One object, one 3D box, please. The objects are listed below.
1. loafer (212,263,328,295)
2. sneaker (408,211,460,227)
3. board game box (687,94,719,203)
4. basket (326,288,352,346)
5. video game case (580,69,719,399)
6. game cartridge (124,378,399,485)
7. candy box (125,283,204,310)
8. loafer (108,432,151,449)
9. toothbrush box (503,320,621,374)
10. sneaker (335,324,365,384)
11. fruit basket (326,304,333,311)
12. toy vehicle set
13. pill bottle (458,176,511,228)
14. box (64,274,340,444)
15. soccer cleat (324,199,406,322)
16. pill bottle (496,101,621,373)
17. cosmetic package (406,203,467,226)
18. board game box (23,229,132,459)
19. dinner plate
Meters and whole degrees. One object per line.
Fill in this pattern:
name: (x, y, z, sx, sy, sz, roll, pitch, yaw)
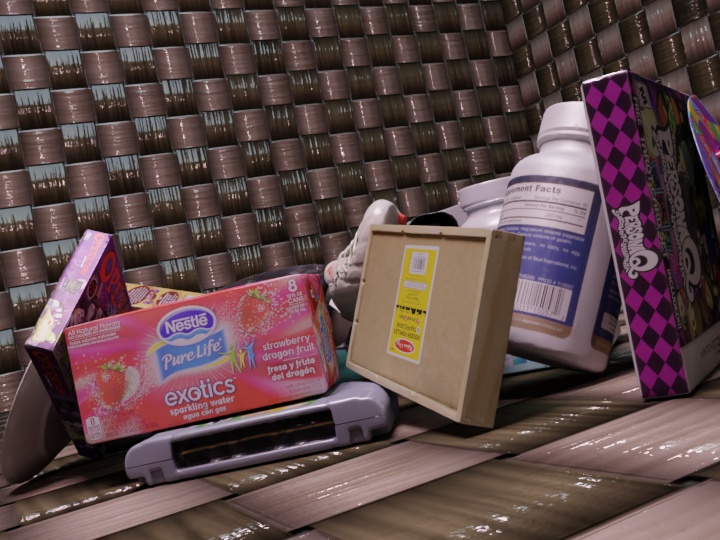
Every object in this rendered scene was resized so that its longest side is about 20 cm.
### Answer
loafer: (-0.119, 0.037, 0.993, 0.198, 0.073, 0.072, -7, 30, 33)
sneaker: (0.072, -0.013, 0.743, 0.074, 0.086, 0.200, -15, 5, 0)
board game box: (0.314, -0.054, 0.601, 0.039, 0.160, 0.199, -28, -46, 34)
basket: (0.014, 0.072, 1.012, 0.198, 0.138, 0.179, -9, -7, 40)
video game case: (0.216, -0.029, 0.559, 0.035, 0.203, 0.180, -11, -2, 34)
game cartridge: (-0.070, 0.123, 0.633, 0.197, 0.041, 0.133, -13, -6, 6)
candy box: (-0.250, 0.083, 0.979, 0.197, 0.118, 0.057, 7, 28, 8)
loafer: (-0.258, 0.162, 0.940, 0.071, 0.064, 0.200, -14, -2, 10)
toothbrush box: (0.152, 0.053, 0.812, 0.198, 0.086, 0.146, -15, -1, 23)
sneaker: (-0.073, 0.104, 0.781, 0.198, 0.081, 0.071, -12, 0, -28)
fruit basket: (-0.122, 0.093, 0.846, 0.198, 0.095, 0.185, -27, -9, 12)
toy vehicle set: (0.047, 0.030, 0.596, 0.026, 0.126, 0.200, 10, 0, -23)
pill bottle: (0.180, -0.007, 0.960, 0.111, 0.203, 0.112, -12, -3, -1)
box: (-0.123, 0.069, 0.653, 0.197, 0.097, 0.100, -13, -2, 5)
soccer cleat: (0.000, 0.000, 0.776, 0.077, 0.070, 0.201, 20, -31, 11)
pill bottle: (0.165, -0.026, 0.647, 0.110, 0.203, 0.111, 15, -7, 2)
cosmetic package: (0.187, 0.000, 1.160, 0.122, 0.202, 0.199, -11, -2, -34)
board game box: (-0.240, 0.074, 0.719, 0.032, 0.121, 0.201, 8, -37, 2)
dinner plate: (-0.278, 0.109, 0.763, 0.024, 0.202, 0.200, 19, -2, 1)
